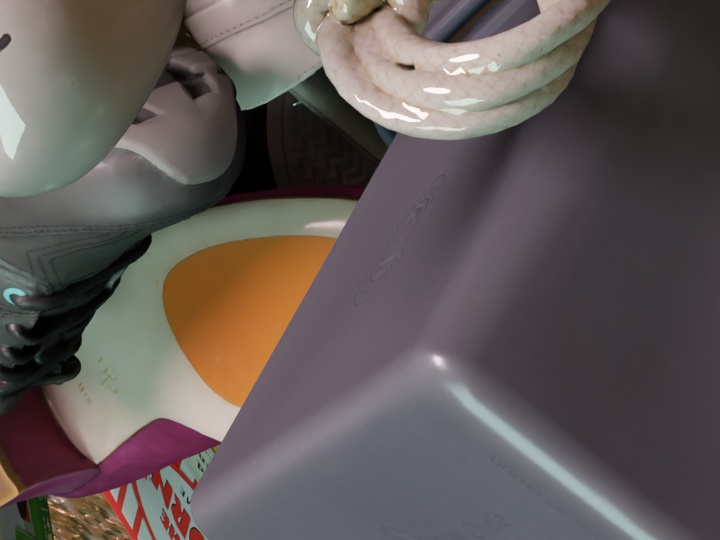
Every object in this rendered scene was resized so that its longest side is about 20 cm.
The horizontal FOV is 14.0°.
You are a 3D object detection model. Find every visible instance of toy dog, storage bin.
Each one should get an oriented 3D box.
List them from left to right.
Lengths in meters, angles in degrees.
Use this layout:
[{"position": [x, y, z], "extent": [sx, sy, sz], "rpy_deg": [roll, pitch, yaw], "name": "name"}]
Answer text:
[{"position": [-0.029, -0.112, 0.528], "extent": [0.131, 0.201, 0.097], "rpy_deg": [-9, 131, 8], "name": "toy dog"}, {"position": [0.056, 0.015, 0.598], "extent": [0.145, 0.135, 0.200], "rpy_deg": [37, 157, -7], "name": "storage bin"}]

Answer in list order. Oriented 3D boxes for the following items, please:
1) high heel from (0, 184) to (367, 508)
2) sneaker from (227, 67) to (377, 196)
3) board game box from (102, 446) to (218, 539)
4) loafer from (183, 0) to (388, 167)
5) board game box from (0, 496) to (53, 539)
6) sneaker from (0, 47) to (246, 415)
[{"position": [-0.034, 0.018, 0.800], "extent": [0.200, 0.096, 0.068], "rpy_deg": [-34, 86, 38], "name": "high heel"}, {"position": [0.000, 0.000, 0.854], "extent": [0.113, 0.076, 0.200], "rpy_deg": [3, 143, 38], "name": "sneaker"}, {"position": [-0.029, 0.082, 0.983], "extent": [0.152, 0.046, 0.200], "rpy_deg": [55, 160, 15], "name": "board game box"}, {"position": [-0.016, -0.074, 0.716], "extent": [0.199, 0.070, 0.070], "rpy_deg": [33, 154, -20], "name": "loafer"}, {"position": [-0.138, 0.049, 0.908], "extent": [0.036, 0.152, 0.200], "rpy_deg": [-11, 170, 7], "name": "board game box"}, {"position": [-0.084, -0.005, 0.732], "extent": [0.200, 0.075, 0.080], "rpy_deg": [-10, 99, 56], "name": "sneaker"}]
